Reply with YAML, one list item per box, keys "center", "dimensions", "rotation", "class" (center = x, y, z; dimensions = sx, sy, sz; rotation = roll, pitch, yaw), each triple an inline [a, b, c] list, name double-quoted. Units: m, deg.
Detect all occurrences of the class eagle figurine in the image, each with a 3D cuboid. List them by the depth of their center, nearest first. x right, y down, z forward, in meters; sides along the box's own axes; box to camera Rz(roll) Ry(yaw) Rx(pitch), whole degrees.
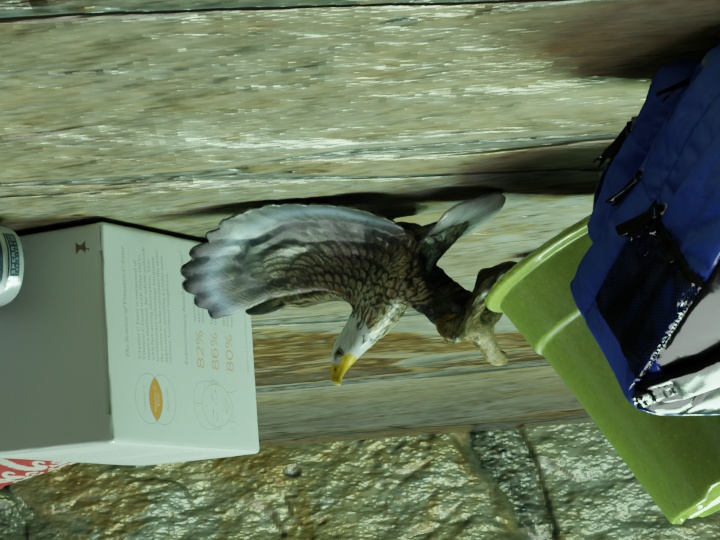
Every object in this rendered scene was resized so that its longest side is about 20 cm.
- center: [-0.004, 0.006, 1.727]
  dimensions: [0.200, 0.151, 0.152]
  rotation: [23, 137, 21]
  class: "eagle figurine"

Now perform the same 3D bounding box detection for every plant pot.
- center: [0.212, 0.056, 1.640]
  dimensions: [0.200, 0.190, 0.200]
  rotation: [-26, 168, -6]
  class: "plant pot"

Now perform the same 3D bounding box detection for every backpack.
- center: [0.211, -0.039, 1.326]
  dimensions: [0.162, 0.168, 0.200]
  rotation: [-4, 140, -31]
  class: "backpack"

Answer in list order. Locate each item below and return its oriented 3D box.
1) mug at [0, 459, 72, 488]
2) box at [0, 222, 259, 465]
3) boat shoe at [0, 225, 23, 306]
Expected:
- center: [-0.266, 0.097, 2.226]
  dimensions: [0.200, 0.178, 0.133]
  rotation: [-15, 130, 34]
  class: "mug"
- center: [-0.168, 0.056, 1.777]
  dimensions: [0.106, 0.152, 0.200]
  rotation: [-8, 170, 27]
  class: "box"
- center: [-0.311, 0.010, 1.704]
  dimensions: [0.091, 0.071, 0.200]
  rotation: [3, 162, -34]
  class: "boat shoe"
